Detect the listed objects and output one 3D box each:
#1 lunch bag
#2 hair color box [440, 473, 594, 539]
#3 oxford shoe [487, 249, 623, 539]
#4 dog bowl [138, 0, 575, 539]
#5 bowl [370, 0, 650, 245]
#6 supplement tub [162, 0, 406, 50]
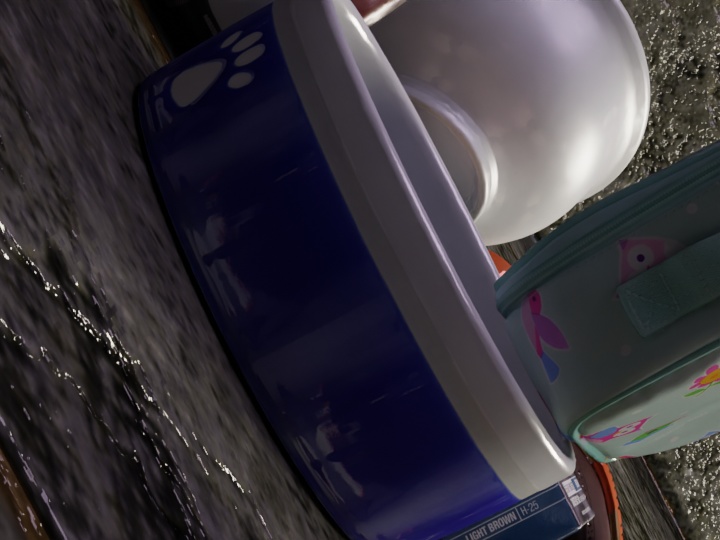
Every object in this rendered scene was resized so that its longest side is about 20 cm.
[{"bbox_3d":[0.149,-0.009,0.839,0.078,0.199,0.160,63,8,16],"label":"lunch bag"},{"bbox_3d":[0.032,0.034,1.049,0.201,0.060,0.100,63,6,6],"label":"hair color box"},{"bbox_3d":[0.070,0.093,1.178,0.073,0.071,0.201,-43,111,-54],"label":"oxford shoe"},{"bbox_3d":[0.000,0.000,0.858,0.201,0.078,0.200,62,7,-12],"label":"dog bowl"},{"bbox_3d":[0.035,-0.080,1.152,0.202,0.200,0.091,59,43,-30],"label":"bowl"},{"bbox_3d":[-0.062,-0.183,0.974,0.201,0.106,0.107,61,7,-11],"label":"supplement tub"}]
